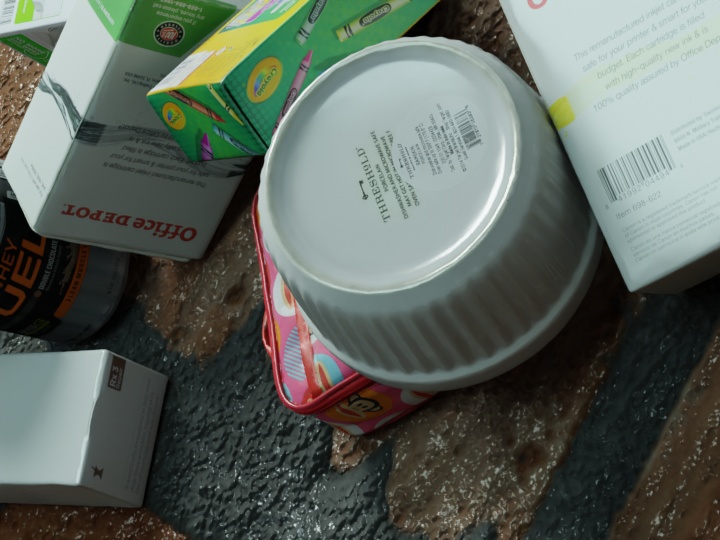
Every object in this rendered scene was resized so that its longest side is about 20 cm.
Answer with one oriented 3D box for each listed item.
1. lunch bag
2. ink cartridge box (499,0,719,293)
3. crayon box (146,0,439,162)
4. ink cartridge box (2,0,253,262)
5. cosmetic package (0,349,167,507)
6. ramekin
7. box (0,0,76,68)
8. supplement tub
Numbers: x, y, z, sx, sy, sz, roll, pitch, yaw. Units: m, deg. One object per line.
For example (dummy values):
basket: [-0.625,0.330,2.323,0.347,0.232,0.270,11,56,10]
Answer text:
lunch bag: [0.000,0.000,1.280,0.176,0.082,0.201,-33,51,31]
ink cartridge box: [0.185,-0.107,1.109,0.144,0.083,0.201,-28,76,25]
crayon box: [-0.031,-0.155,1.256,0.200,0.058,0.119,-44,20,-21]
ink cartridge box: [-0.144,-0.117,1.377,0.201,0.146,0.083,-61,41,22]
cosmetic package: [-0.240,0.117,1.440,0.199,0.074,0.103,-2,70,39]
ramekin: [0.034,-0.041,1.146,0.198,0.105,0.202,-9,64,19]
box: [-0.185,-0.268,1.545,0.175,0.096,0.202,-5,68,39]
supplement tub: [-0.277,-0.022,1.434,0.122,0.199,0.124,-16,67,44]
